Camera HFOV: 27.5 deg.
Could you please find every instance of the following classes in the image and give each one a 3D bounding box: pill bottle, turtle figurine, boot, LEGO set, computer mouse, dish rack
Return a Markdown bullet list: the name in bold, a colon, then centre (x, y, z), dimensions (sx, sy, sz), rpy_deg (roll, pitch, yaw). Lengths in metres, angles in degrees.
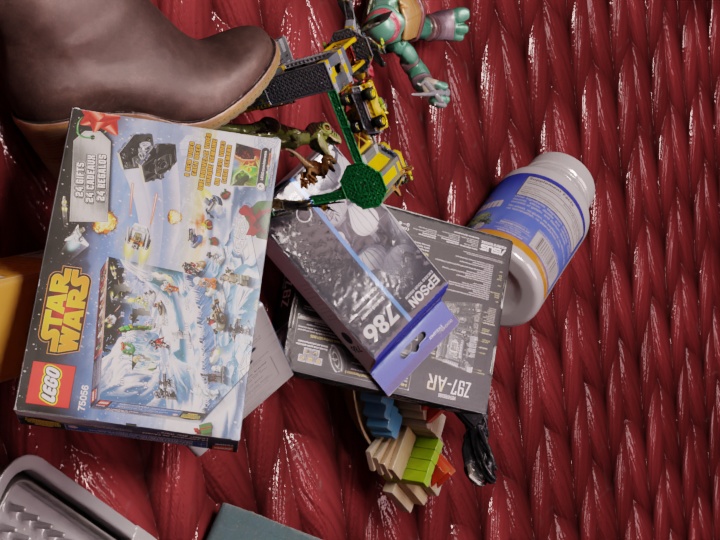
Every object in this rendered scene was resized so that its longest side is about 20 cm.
- **pill bottle**: centre (0.176, -0.040, 1.560), dimensions (0.200, 0.112, 0.112), rpy_deg (-52, 135, -44)
- **turtle figurine**: centre (0.051, -0.235, 1.341), dimensions (0.200, 0.100, 0.150), rpy_deg (-55, 155, -63)
- **boot**: centre (-0.150, -0.165, 0.982), dimensions (0.200, 0.072, 0.167), rpy_deg (-31, 131, -23)
- **LEGO set**: centre (-0.043, -0.116, 1.132), dimensions (0.154, 0.199, 0.116), rpy_deg (62, 36, -14)
- **computer mouse**: centre (0.088, 0.097, 1.404), dimensions (0.139, 0.052, 0.201), rpy_deg (-89, 167, -60)
- **dish rack**: centre (-0.222, 0.232, 1.000), dimensions (0.200, 0.043, 0.172), rpy_deg (51, 52, -49)

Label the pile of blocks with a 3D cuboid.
- **pile of blocks**: centre (0.047, 0.141, 1.347), dimensions (0.082, 0.062, 0.201), rpy_deg (-49, 133, -45)

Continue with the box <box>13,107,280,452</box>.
- **box**: centre (-0.130, 0.005, 0.918), dimensions (0.040, 0.136, 0.201), rpy_deg (112, -14, -70)

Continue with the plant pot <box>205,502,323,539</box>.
- **plant pot**: centre (-0.047, 0.340, 1.172), dimensions (0.201, 0.195, 0.197), rpy_deg (-60, 141, -23)

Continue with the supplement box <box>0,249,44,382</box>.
- **supplement box**: centre (-0.216, 0.026, 0.964), dimensions (0.200, 0.069, 0.067), rpy_deg (-15, 107, -56)

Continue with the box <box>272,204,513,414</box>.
- **box**: centre (0.028, 0.029, 1.283), dimensions (0.199, 0.043, 0.161), rpy_deg (13, 80, -22)

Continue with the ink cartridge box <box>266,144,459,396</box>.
- **ink cartridge box**: centre (0.000, 0.000, 1.229), dimensions (0.099, 0.039, 0.200), rpy_deg (-46, 103, -22)

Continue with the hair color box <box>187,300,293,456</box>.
- **hair color box**: centre (-0.111, 0.062, 1.035), dimensions (0.100, 0.061, 0.200), rpy_deg (-41, 165, -9)

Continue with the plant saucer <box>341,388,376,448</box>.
- **plant saucer**: centre (0.030, 0.079, 1.405), dimensions (0.200, 0.035, 0.201), rpy_deg (-14, 106, -58)
